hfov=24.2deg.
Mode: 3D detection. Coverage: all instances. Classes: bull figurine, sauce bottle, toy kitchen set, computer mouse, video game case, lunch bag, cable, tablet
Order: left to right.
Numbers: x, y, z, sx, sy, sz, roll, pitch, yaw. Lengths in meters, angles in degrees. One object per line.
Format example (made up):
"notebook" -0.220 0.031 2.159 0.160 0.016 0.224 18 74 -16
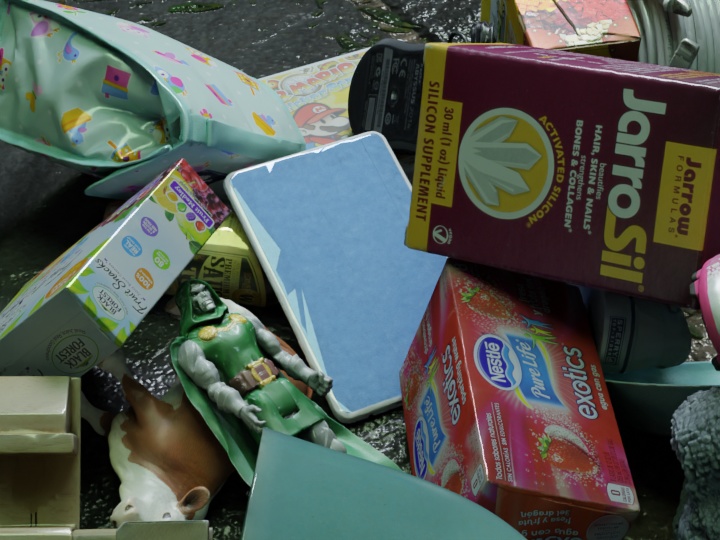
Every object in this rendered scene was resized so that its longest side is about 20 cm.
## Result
"toy kitchen set" -0.175 0.129 0.861 0.197 0.180 0.165 0 80 -5
"lunch bag" -0.155 -0.111 1.223 0.198 0.123 0.170 22 6 28
"bull figurine" -0.110 0.092 1.041 0.122 0.065 0.200 47 42 4
"sauce bottle" -0.083 -0.009 1.181 0.197 0.067 0.066 6 38 3
"video game case" -0.010 -0.115 1.353 0.198 0.023 0.182 -19 41 -21
"tablet" 0.000 0.000 1.148 0.129 0.014 0.201 -18 65 -22
"computer mouse" 0.054 -0.119 1.249 0.052 0.140 0.200 6 9 -27
"cable" 0.213 -0.159 1.258 0.068 0.201 0.201 -6 45 -16

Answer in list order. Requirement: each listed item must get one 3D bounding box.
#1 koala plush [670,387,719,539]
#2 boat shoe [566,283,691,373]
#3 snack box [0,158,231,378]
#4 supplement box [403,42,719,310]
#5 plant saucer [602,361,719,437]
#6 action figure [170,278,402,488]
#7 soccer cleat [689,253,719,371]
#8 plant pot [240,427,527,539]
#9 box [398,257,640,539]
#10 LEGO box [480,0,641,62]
"koala plush" 0.226 0.174 0.875 0.175 0.184 0.202 0 60 26
"boat shoe" 0.173 0.026 1.102 0.064 0.075 0.200 7 18 -2
"snack box" -0.183 0.027 1.051 0.053 0.199 0.143 45 42 -12
"supplement box" 0.138 -0.062 1.019 0.198 0.133 0.103 12 13 31
"plant saucer" 0.240 0.078 1.024 0.197 0.036 0.200 -3 0 0
"action figure" -0.051 0.086 1.006 0.118 0.055 0.201 -26 71 -44
"soccer cleat" 0.245 0.017 0.934 0.086 0.071 0.199 -20 -12 25
"plant pot" 0.009 0.193 0.826 0.159 0.202 0.202 12 38 -2
"box" 0.088 0.097 0.997 0.094 0.100 0.201 12 36 -14
"LEGO box" 0.136 -0.134 1.212 0.076 0.201 0.150 -7 49 -6
